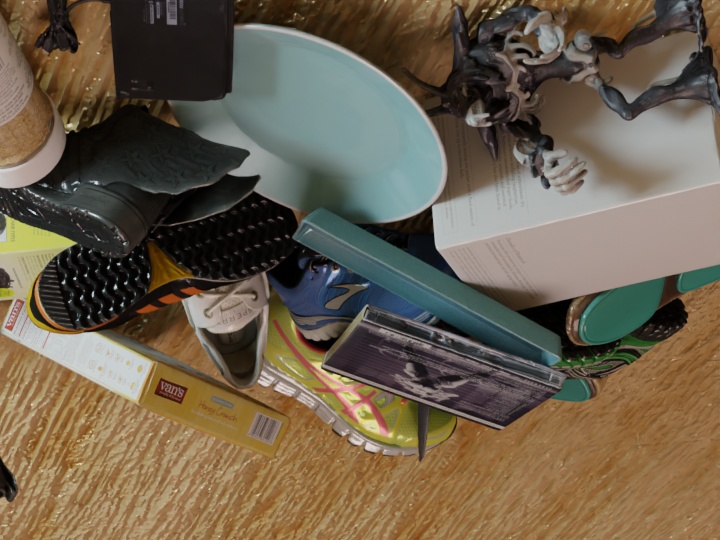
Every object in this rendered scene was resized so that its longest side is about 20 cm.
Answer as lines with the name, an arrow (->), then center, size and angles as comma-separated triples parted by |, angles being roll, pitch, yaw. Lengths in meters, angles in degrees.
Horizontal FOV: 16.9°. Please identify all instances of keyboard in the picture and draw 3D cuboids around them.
keyboard -> -0.141, -0.171, 1.495 | 0.126, 0.021, 0.200 | 2, 146, -2

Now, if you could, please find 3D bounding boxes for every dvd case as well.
dvd case -> 0.056, 0.072, 1.746 | 0.148, 0.016, 0.200 | 19, 165, -5

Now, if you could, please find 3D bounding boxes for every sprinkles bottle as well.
sprinkles bottle -> -0.244, -0.128, 1.520 | 0.068, 0.069, 0.200 | -8, 151, 7

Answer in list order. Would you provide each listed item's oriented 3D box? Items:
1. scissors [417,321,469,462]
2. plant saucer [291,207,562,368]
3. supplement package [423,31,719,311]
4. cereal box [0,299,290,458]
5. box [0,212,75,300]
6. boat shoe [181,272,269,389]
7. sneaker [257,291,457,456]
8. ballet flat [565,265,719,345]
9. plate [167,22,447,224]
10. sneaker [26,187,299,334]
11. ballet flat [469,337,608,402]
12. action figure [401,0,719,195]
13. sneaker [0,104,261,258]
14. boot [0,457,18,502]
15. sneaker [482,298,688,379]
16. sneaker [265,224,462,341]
scissors -> 0.047, 0.067, 1.850 | 0.073, 0.014, 0.200 | 35, 139, 15
plant saucer -> 0.047, 0.012, 1.658 | 0.199, 0.019, 0.070 | 29, 168, -3
supplement package -> 0.158, -0.063, 1.639 | 0.199, 0.122, 0.120 | -13, 151, 18
cereal box -> -0.165, 0.079, 1.832 | 0.144, 0.040, 0.200 | 25, 177, -41
box -> -0.246, -0.017, 1.747 | 0.199, 0.050, 0.075 | -7, 152, 3
boat shoe -> -0.097, 0.014, 1.775 | 0.070, 0.070, 0.200 | -20, 142, -4
sneaker -> -0.002, 0.076, 1.897 | 0.199, 0.078, 0.090 | 27, 128, -19
ballet flat -> 0.205, -0.004, 1.745 | 0.199, 0.065, 0.071 | -22, 137, -35
plate -> -0.033, -0.101, 1.589 | 0.199, 0.026, 0.201 | 17, 150, 10
sneaker -> -0.142, -0.007, 1.684 | 0.199, 0.070, 0.090 | -20, 179, -25
ballet flat -> 0.111, 0.067, 1.927 | 0.199, 0.063, 0.069 | 7, 138, 29
action figure -> 0.126, -0.120, 1.540 | 0.199, 0.102, 0.119 | -12, 117, 9
sneaker -> -0.174, -0.071, 1.628 | 0.199, 0.104, 0.060 | 24, 150, 31
boot -> -0.352, 0.091, 1.800 | 0.199, 0.175, 0.069 | 7, 150, -20
sneaker -> 0.159, 0.053, 1.782 | 0.199, 0.078, 0.085 | -3, 141, -47
sneaker -> 0.000, 0.000, 1.755 | 0.199, 0.079, 0.089 | -10, 135, 45
